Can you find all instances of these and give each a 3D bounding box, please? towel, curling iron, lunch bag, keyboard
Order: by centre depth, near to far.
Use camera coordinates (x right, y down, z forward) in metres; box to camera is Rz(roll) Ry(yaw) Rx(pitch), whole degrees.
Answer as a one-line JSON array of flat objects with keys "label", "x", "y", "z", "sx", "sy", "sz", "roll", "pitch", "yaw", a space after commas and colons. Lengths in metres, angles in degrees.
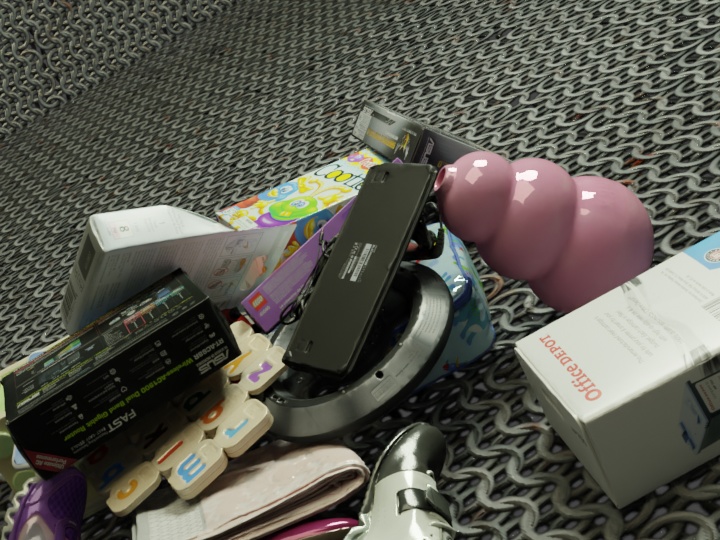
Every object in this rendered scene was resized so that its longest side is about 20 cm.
[{"label": "towel", "x": -0.096, "y": 0.181, "z": 0.975, "sx": 0.189, "sy": 0.033, "sz": 0.200, "roll": -22, "pitch": 6, "yaw": -9}, {"label": "keyboard", "x": 0.000, "y": 0.000, "z": 1.025, "sx": 0.103, "sy": 0.040, "sz": 0.202, "roll": 10, "pitch": 67, "yaw": 42}, {"label": "curling iron", "x": 0.039, "y": -0.028, "z": 1.106, "sx": 0.025, "sy": 0.050, "sz": 0.200, "roll": -6, "pitch": -3, "yaw": -14}, {"label": "lunch bag", "x": 0.040, "y": 0.040, "z": 1.154, "sx": 0.159, "sy": 0.083, "sz": 0.200, "roll": -27, "pitch": 22, "yaw": 10}]

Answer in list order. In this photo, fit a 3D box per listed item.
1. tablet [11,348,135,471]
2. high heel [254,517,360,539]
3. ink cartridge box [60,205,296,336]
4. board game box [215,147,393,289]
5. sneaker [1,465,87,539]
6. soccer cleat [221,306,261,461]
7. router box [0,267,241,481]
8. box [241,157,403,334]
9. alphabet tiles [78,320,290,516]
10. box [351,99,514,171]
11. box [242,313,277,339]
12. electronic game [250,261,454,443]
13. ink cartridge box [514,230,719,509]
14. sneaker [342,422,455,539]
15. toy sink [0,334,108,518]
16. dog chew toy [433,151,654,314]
[{"label": "tablet", "x": -0.232, "y": 0.118, "z": 1.137, "sx": 0.197, "sy": 0.014, "sz": 0.131, "roll": -11, "pitch": 53, "yaw": 11}, {"label": "high heel", "x": -0.084, "y": 0.214, "z": 0.937, "sx": 0.198, "sy": 0.068, "sz": 0.097, "roll": -24, "pitch": 34, "yaw": 14}, {"label": "ink cartridge box", "x": -0.180, "y": -0.003, "z": 1.170, "sx": 0.198, "sy": 0.057, "sz": 0.163, "roll": -14, "pitch": -27, "yaw": -33}, {"label": "board game box", "x": -0.042, "y": -0.043, "z": 1.321, "sx": 0.198, "sy": 0.104, "sz": 0.105, "roll": -25, "pitch": 29, "yaw": -20}, {"label": "sneaker", "x": -0.253, "y": 0.258, "z": 0.980, "sx": 0.087, "sy": 0.081, "sz": 0.202, "roll": -1, "pitch": 60, "yaw": 25}, {"label": "soccer cleat", "x": -0.146, "y": 0.124, "z": 1.182, "sx": 0.085, "sy": 0.068, "sz": 0.201, "roll": -35, "pitch": 34, "yaw": 33}, {"label": "router box", "x": -0.213, "y": 0.085, "z": 1.049, "sx": 0.199, "sy": 0.063, "sz": 0.150, "roll": -32, "pitch": 18, "yaw": -10}, {"label": "box", "x": -0.030, "y": -0.019, "z": 1.161, "sx": 0.200, "sy": 0.039, "sz": 0.137, "roll": -43, "pitch": -1, "yaw": -6}, {"label": "alphabet tiles", "x": -0.152, "y": 0.126, "z": 1.041, "sx": 0.195, "sy": 0.015, "sz": 0.199, "roll": -42, "pitch": 31, "yaw": -14}, {"label": "box", "x": 0.093, "y": -0.131, "z": 1.361, "sx": 0.049, "sy": 0.157, "sz": 0.200, "roll": -67, "pitch": 24, "yaw": 9}, {"label": "box", "x": -0.121, "y": 0.058, "z": 1.340, "sx": 0.120, "sy": 0.033, "sz": 0.201, "roll": -20, "pitch": 26, "yaw": 15}, {"label": "electronic game", "x": -0.009, "y": 0.067, "z": 1.031, "sx": 0.198, "sy": 0.042, "sz": 0.201, "roll": -26, "pitch": 31, "yaw": 17}, {"label": "ink cartridge box", "x": 0.235, "y": 0.066, "z": 0.892, "sx": 0.198, "sy": 0.086, "sz": 0.147, "roll": -29, "pitch": 23, "yaw": -2}, {"label": "sneaker", "x": 0.041, "y": 0.194, "z": 0.866, "sx": 0.088, "sy": 0.075, "sz": 0.201, "roll": 0, "pitch": 40, "yaw": 28}, {"label": "toy sink", "x": -0.307, "y": 0.159, "z": 1.230, "sx": 0.129, "sy": 0.113, "sz": 0.200, "roll": -27, "pitch": 24, "yaw": 0}, {"label": "dog chew toy", "x": 0.156, "y": -0.041, "z": 1.050, "sx": 0.125, "sy": 0.198, "sz": 0.125, "roll": -58, "pitch": 17, "yaw": 29}]
